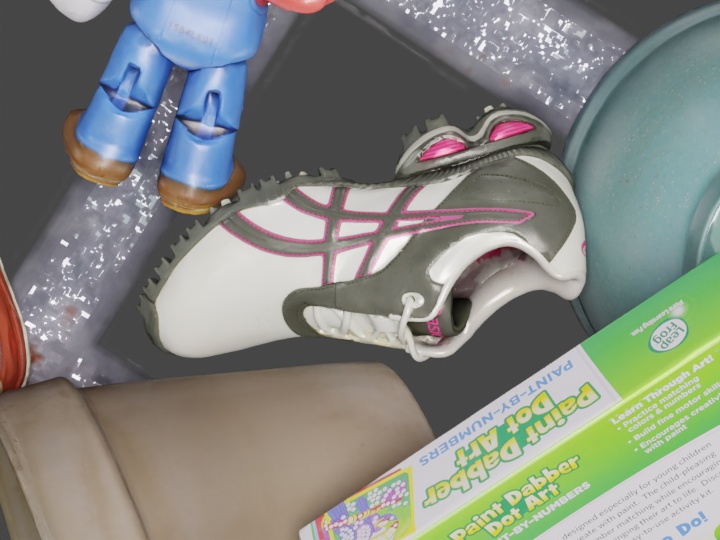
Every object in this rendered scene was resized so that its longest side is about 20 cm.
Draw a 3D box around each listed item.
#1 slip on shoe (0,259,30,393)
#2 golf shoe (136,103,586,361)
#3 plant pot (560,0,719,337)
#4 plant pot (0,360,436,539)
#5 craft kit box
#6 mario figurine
[{"bbox_3d":[-0.201,-0.024,0.916,0.074,0.061,0.201,-20,101,4],"label":"slip on shoe"},{"bbox_3d":[0.000,0.000,0.904,0.199,0.088,0.077,-23,146,5],"label":"golf shoe"},{"bbox_3d":[0.189,-0.013,0.895,0.199,0.134,0.201,0,102,-2],"label":"plant pot"},{"bbox_3d":[-0.051,0.123,0.900,0.173,0.200,0.201,-19,103,-14],"label":"plant pot"},{"bbox_3d":[0.110,0.117,0.838,0.200,0.049,0.198,-34,129,8],"label":"craft kit box"},{"bbox_3d":[-0.058,-0.131,0.904,0.123,0.106,0.201,5,117,-40],"label":"mario figurine"}]
